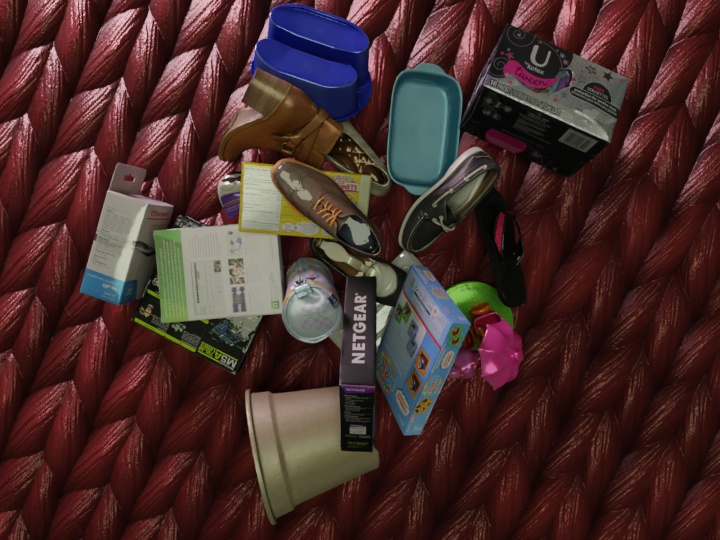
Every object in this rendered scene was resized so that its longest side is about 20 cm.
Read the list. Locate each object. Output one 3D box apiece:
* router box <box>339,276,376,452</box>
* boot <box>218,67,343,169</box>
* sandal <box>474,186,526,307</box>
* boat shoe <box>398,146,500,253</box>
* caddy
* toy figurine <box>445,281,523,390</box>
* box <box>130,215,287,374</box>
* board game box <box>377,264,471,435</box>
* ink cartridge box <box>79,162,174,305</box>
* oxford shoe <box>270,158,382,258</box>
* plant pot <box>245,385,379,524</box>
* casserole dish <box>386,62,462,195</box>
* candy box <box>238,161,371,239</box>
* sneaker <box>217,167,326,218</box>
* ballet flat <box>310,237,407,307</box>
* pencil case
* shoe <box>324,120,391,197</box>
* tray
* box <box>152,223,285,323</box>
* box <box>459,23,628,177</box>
[{"bbox_3d":[-0.002,0.131,0.798,0.050,0.202,0.151,1,132,1],"label":"router box"},{"bbox_3d":[-0.129,-0.199,0.858,0.153,0.199,0.075,28,56,-19],"label":"boot"},{"bbox_3d":[0.232,-0.045,0.873,0.074,0.045,0.204,-2,73,-30],"label":"sandal"},{"bbox_3d":[0.140,-0.099,0.874,0.200,0.061,0.073,-47,134,12],"label":"boat shoe"},{"bbox_3d":[-0.075,-0.314,0.861,0.196,0.105,0.144,19,70,0],"label":"caddy"},{"bbox_3d":[0.164,0.117,0.840,0.197,0.184,0.153,-22,99,1],"label":"toy figurine"},{"bbox_3d":[-0.249,0.040,0.920,0.197,0.048,0.196,26,96,-2],"label":"box"},{"bbox_3d":[0.083,0.118,0.837,0.036,0.152,0.203,8,118,-25],"label":"board game box"},{"bbox_3d":[-0.361,-0.058,0.878,0.067,0.116,0.204,18,95,-1],"label":"ink cartridge box"},{"bbox_3d":[-0.043,-0.091,0.803,0.198,0.073,0.072,35,94,-14],"label":"oxford shoe"},{"bbox_3d":[-0.072,0.266,0.874,0.180,0.200,0.205,-13,94,-10],"label":"plant pot"},{"bbox_3d":[0.098,-0.223,0.887,0.118,0.039,0.205,4,95,-14],"label":"casserole dish"},{"bbox_3d":[-0.084,-0.104,0.845,0.195,0.026,0.105,4,100,-12],"label":"candy box"},{"bbox_3d":[-0.129,-0.123,0.902,0.195,0.081,0.085,-4,119,1],"label":"sneaker"},{"bbox_3d":[0.000,0.000,0.885,0.197,0.068,0.069,29,92,8],"label":"ballet flat"},{"bbox_3d":[-0.077,0.039,0.839,0.083,0.200,0.091,-35,102,2],"label":"pencil case"},{"bbox_3d":[-0.024,-0.199,0.893,0.199,0.053,0.070,42,94,-2],"label":"shoe"},{"bbox_3d":[0.043,0.072,0.927,0.200,0.022,0.107,-45,93,4],"label":"tray"},{"bbox_3d":[-0.221,0.002,0.878,0.195,0.036,0.148,-4,93,-2],"label":"box"},{"bbox_3d":[0.271,-0.252,0.834,0.197,0.132,0.117,23,75,-1],"label":"box"}]
